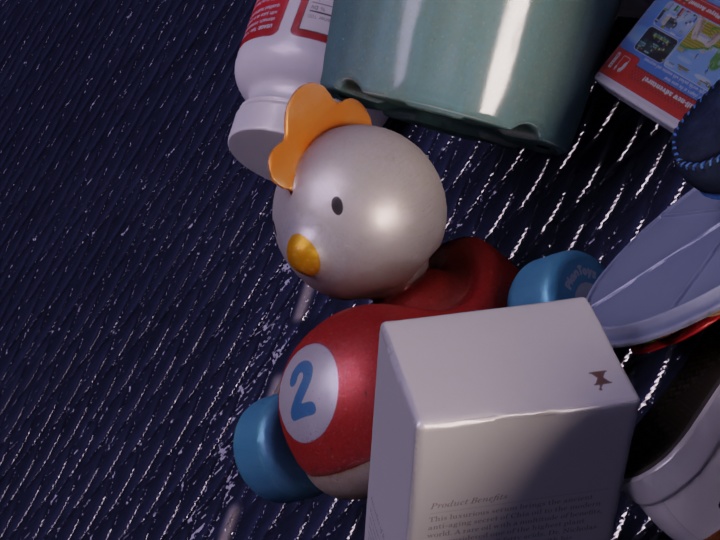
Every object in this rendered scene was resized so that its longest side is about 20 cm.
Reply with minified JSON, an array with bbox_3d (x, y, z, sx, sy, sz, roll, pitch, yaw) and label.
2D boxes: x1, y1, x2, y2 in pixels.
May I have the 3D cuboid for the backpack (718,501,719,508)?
[{"bbox_3d":[0.220,0.143,0.636,0.162,0.167,0.202,-28,55,50],"label":"backpack"}]

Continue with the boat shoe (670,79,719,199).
[{"bbox_3d":[0.216,-0.115,0.801,0.200,0.068,0.084,-42,40,21],"label":"boat shoe"}]

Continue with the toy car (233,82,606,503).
[{"bbox_3d":[0.000,0.000,0.935,0.184,0.201,0.177,-20,13,48],"label":"toy car"}]

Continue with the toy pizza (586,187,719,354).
[{"bbox_3d":[0.195,-0.019,0.846,0.200,0.032,0.200,-36,9,6],"label":"toy pizza"}]

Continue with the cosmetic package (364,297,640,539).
[{"bbox_3d":[0.058,0.115,0.813,0.071,0.101,0.201,-110,19,-48],"label":"cosmetic package"}]

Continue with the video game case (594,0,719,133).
[{"bbox_3d":[0.222,-0.151,0.898,0.200,0.017,0.143,-51,36,4],"label":"video game case"}]

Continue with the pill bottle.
[{"bbox_3d":[-0.020,-0.161,1.190,0.112,0.112,0.201,-5,60,47],"label":"pill bottle"}]

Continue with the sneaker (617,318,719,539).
[{"bbox_3d":[0.202,0.055,0.824,0.200,0.085,0.073,-47,11,-20],"label":"sneaker"}]

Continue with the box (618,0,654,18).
[{"bbox_3d":[0.138,-0.186,1.087,0.200,0.041,0.039,18,78,54],"label":"box"}]

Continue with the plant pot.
[{"bbox_3d":[0.071,-0.177,0.987,0.200,0.199,0.198,16,92,53],"label":"plant pot"}]
